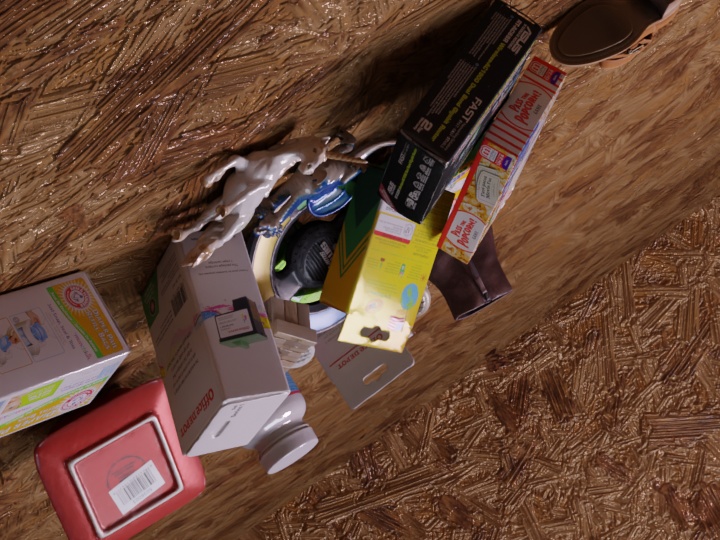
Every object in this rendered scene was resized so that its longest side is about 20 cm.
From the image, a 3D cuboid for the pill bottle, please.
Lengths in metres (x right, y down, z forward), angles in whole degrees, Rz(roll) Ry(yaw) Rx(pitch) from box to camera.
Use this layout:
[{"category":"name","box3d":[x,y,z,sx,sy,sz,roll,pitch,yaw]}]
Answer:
[{"category":"pill bottle","box3d":[-0.142,0.166,1.915,0.108,0.201,0.109,-31,166,-9]}]

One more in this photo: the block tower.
[{"category":"block tower","box3d":[-0.122,0.102,1.636,0.053,0.058,0.200,15,142,-29]}]

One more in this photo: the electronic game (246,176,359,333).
[{"category":"electronic game","box3d":[-0.050,-0.018,1.647,0.198,0.041,0.203,-18,120,-33]}]

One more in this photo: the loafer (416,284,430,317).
[{"category":"loafer","box3d":[0.000,0.000,1.787,0.068,0.197,0.076,-55,159,-50]}]

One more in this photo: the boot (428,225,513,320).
[{"category":"boot","box3d":[0.170,-0.038,2.020,0.198,0.167,0.072,-30,166,-17]}]

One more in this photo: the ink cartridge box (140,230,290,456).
[{"category":"ink cartridge box","box3d":[-0.161,0.079,1.551,0.083,0.202,0.145,-5,153,-29]}]

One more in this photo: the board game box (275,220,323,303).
[{"category":"board game box","box3d":[-0.116,0.039,1.712,0.200,0.048,0.101,-45,133,5]}]

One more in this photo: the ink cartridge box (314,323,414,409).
[{"category":"ink cartridge box","box3d":[-0.013,0.070,1.890,0.115,0.201,0.068,-36,166,15]}]

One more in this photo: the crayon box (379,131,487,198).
[{"category":"crayon box","box3d":[0.081,-0.115,1.781,0.199,0.059,0.119,-32,166,-9]}]

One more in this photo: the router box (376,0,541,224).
[{"category":"router box","box3d":[0.102,-0.165,1.498,0.201,0.062,0.150,-55,175,-24]}]

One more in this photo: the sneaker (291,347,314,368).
[{"category":"sneaker","box3d":[-0.152,0.054,1.812,0.198,0.106,0.075,18,131,-34]}]

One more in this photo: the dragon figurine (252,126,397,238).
[{"category":"dragon figurine","box3d":[-0.038,-0.100,1.554,0.198,0.059,0.100,-25,164,-31]}]

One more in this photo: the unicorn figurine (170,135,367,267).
[{"category":"unicorn figurine","box3d":[-0.112,-0.081,1.450,0.199,0.074,0.137,-28,-176,45]}]

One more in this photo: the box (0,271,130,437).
[{"category":"box","box3d":[-0.344,0.092,1.399,0.199,0.102,0.113,-20,161,-45]}]

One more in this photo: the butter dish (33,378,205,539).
[{"category":"butter dish","box3d":[-0.332,0.239,1.874,0.198,0.147,0.202,-29,122,-21]}]

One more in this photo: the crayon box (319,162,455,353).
[{"category":"crayon box","box3d":[0.027,-0.012,1.660,0.126,0.050,0.203,15,94,-49]}]

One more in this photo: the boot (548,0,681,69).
[{"category":"boot","box3d":[0.303,-0.280,1.724,0.198,0.074,0.155,-29,170,-11]}]

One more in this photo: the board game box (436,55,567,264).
[{"category":"board game box","box3d":[0.161,-0.124,1.635,0.152,0.046,0.201,-57,172,-37]}]

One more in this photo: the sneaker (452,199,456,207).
[{"category":"sneaker","box3d":[0.128,-0.097,1.930,0.199,0.077,0.082,-32,160,-11]}]
